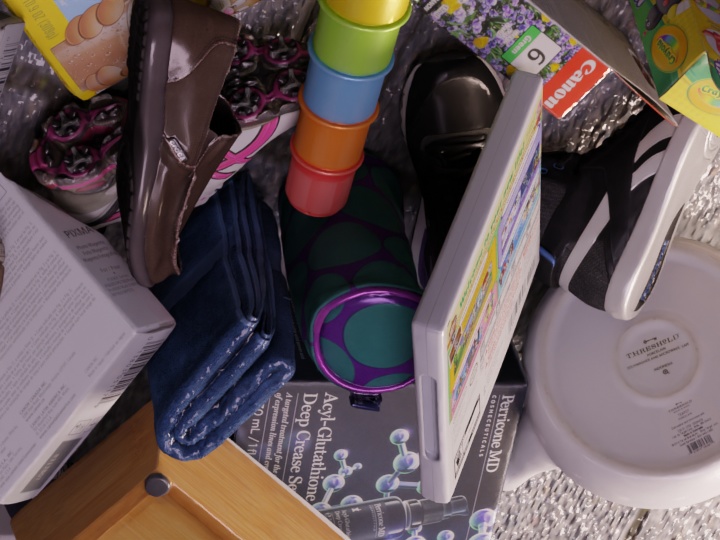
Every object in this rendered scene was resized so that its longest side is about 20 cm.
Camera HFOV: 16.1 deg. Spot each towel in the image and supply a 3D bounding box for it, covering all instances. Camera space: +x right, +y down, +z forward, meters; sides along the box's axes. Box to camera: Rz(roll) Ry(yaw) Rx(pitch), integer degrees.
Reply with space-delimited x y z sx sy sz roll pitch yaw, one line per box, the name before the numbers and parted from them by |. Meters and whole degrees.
towel | -0.095 0.027 1.605 0.048 0.200 0.112 35 111 -26

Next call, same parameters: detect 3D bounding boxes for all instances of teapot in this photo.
teapot | 0.206 0.076 1.751 0.199 0.198 0.146 18 166 12

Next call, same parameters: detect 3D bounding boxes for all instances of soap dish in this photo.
soap dish | -0.109 0.191 1.667 0.200 0.081 0.157 42 117 -19

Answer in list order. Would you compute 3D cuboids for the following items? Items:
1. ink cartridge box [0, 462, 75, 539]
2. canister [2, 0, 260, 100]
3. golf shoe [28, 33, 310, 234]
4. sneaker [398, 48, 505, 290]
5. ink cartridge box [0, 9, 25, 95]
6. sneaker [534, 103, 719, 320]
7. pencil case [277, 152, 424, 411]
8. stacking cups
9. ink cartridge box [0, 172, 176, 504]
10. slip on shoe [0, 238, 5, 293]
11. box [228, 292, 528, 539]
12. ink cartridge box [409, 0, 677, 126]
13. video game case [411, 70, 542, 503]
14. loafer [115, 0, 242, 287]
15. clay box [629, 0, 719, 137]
ink cartridge box | -0.214 0.215 1.781 0.199 0.084 0.145 -3 125 -10
canister | -0.116 -0.205 1.510 0.199 0.087 0.149 -29 126 9
golf shoe | -0.105 -0.085 1.613 0.199 0.073 0.092 -20 143 7
sneaker | 0.073 -0.045 1.666 0.075 0.088 0.201 -10 126 -6
ink cartridge box | -0.319 -0.092 1.510 0.199 0.043 0.199 24 104 11
sneaker | 0.167 -0.079 1.678 0.201 0.111 0.073 -65 159 -2
pencil case | 0.000 0.000 1.611 0.092 0.200 0.085 20 114 -18
stacking cups | -0.005 -0.116 1.527 0.060 0.061 0.201 -1 135 -13
ink cartridge box | -0.231 0.020 1.608 0.163 0.200 0.057 -49 158 25
slip on shoe | -0.310 0.012 1.581 0.199 0.076 0.061 -3 89 18
box | -0.004 0.104 1.741 0.199 0.107 0.149 0 124 -15
ink cartridge box | 0.103 -0.153 1.584 0.200 0.109 0.050 35 110 -31
video game case | 0.072 0.011 1.545 0.022 0.201 0.182 14 145 13
loafer | -0.105 -0.072 1.519 0.071 0.073 0.201 0 131 -12
clay box | 0.222 -0.138 1.565 0.115 0.201 0.048 29 124 -28
